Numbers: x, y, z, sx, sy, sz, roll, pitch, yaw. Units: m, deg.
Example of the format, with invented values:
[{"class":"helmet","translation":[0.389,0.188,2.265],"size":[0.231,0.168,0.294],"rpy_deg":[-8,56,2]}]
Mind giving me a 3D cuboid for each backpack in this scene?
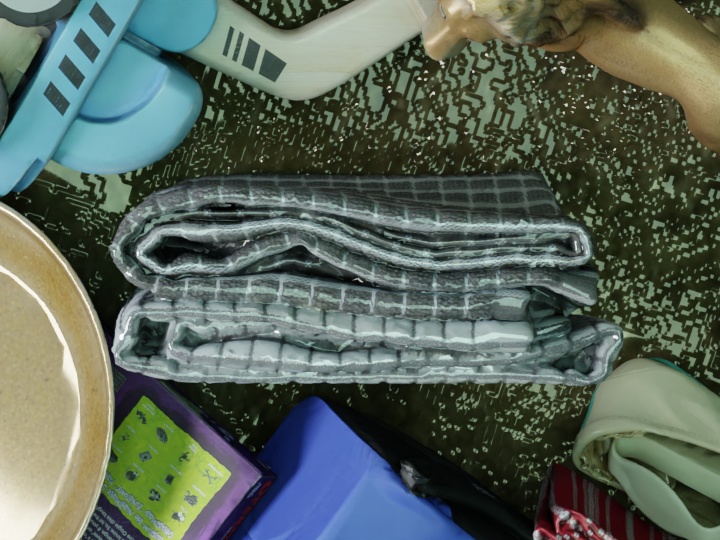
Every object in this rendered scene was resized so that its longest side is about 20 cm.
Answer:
[{"class":"backpack","translation":[0.025,0.172,0.947],"size":[0.200,0.163,0.168],"rpy_deg":[37,94,-17]}]

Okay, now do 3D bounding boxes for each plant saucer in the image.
[{"class":"plant saucer","translation":[-0.190,0.062,0.931],"size":[0.200,0.035,0.201],"rpy_deg":[-2,82,16]}]

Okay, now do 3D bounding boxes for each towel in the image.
[{"class":"towel","translation":[0.163,0.145,0.929],"size":[0.200,0.145,0.023],"rpy_deg":[31,96,3]},{"class":"towel","translation":[0.000,0.000,0.916],"size":[0.200,0.166,0.086],"rpy_deg":[1,93,-3]}]

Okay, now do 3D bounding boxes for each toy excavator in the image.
[{"class":"toy excavator","translation":[-0.079,-0.099,0.943],"size":[0.200,0.100,0.195],"rpy_deg":[30,95,-21]}]

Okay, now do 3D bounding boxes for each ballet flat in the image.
[{"class":"ballet flat","translation":[0.178,0.109,0.953],"size":[0.200,0.069,0.070],"rpy_deg":[30,97,24]}]

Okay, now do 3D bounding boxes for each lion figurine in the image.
[{"class":"lion figurine","translation":[0.119,-0.095,0.927],"size":[0.200,0.122,0.073],"rpy_deg":[20,97,-6]}]

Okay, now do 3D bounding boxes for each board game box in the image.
[{"class":"board game box","translation":[-0.146,0.070,0.949],"size":[0.200,0.032,0.120],"rpy_deg":[40,91,16]}]
